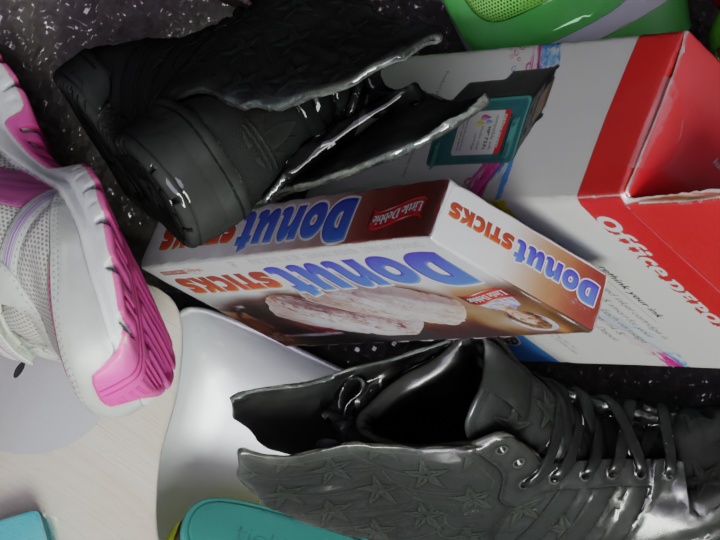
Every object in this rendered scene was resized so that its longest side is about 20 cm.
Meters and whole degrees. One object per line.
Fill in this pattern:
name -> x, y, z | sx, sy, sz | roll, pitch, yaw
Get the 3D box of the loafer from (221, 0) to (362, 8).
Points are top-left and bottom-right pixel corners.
loafer -> -0.081, -0.160, 0.990 | 0.199, 0.071, 0.073 | 32, 106, 0

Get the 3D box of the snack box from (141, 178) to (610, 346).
snack box -> 0.000, 0.000, 0.935 | 0.072, 0.200, 0.024 | 30, 72, -27

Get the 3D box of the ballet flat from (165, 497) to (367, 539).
ballet flat -> 0.019, 0.139, 1.025 | 0.199, 0.067, 0.067 | 13, 126, 8

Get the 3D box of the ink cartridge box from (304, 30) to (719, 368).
ink cartridge box -> 0.091, -0.021, 0.922 | 0.116, 0.199, 0.068 | 38, 65, -36

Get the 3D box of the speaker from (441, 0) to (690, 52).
speaker -> 0.045, -0.161, 0.964 | 0.088, 0.088, 0.201 | -25, 99, 13

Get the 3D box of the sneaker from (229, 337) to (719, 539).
sneaker -> 0.059, 0.064, 0.962 | 0.199, 0.060, 0.104 | -11, 139, 5

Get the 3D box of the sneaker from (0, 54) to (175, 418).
sneaker -> -0.134, -0.002, 0.973 | 0.088, 0.200, 0.082 | -30, 128, -11

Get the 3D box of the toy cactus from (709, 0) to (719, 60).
toy cactus -> 0.181, -0.167, 0.952 | 0.165, 0.102, 0.200 | 46, 109, 15

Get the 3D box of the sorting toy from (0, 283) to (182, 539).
sorting toy -> -0.150, 0.076, 1.023 | 0.199, 0.107, 0.181 | 18, 79, 34

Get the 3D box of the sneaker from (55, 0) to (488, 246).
sneaker -> -0.038, -0.062, 0.931 | 0.104, 0.200, 0.060 | -35, 111, -7

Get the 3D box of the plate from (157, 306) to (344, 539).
plate -> -0.011, 0.135, 1.071 | 0.199, 0.032, 0.201 | 21, 105, 2
